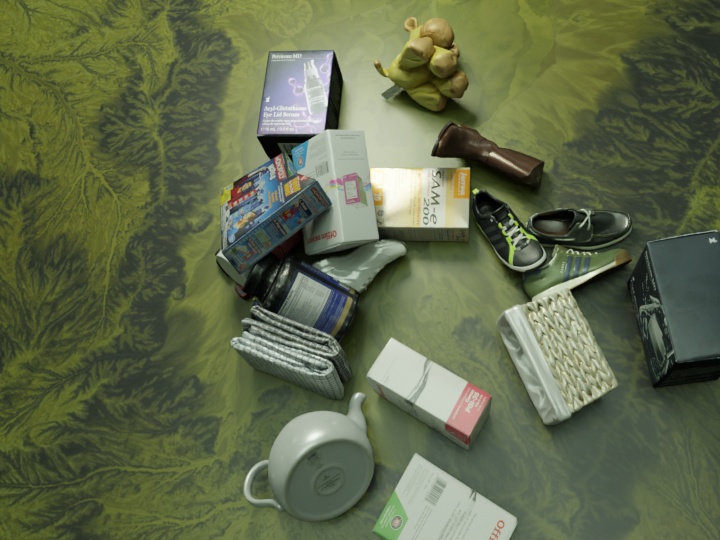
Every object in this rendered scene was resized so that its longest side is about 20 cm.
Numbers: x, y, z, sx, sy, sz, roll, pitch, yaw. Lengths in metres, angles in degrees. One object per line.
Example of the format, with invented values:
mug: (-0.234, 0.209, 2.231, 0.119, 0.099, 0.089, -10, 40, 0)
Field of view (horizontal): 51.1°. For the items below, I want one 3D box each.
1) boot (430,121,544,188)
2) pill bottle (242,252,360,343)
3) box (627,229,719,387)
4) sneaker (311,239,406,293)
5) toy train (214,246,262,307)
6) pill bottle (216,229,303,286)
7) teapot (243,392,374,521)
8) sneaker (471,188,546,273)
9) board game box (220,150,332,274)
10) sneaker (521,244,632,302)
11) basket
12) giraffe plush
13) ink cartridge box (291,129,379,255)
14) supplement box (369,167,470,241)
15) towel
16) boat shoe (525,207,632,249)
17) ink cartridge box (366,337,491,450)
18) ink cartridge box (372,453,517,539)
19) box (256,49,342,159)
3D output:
boot: (0.247, -0.210, 1.421, 0.198, 0.186, 0.065, 32, 122, 17)
pill bottle: (-0.107, 0.044, 1.357, 0.198, 0.112, 0.113, 28, 76, -8)
box: (0.537, 0.070, 1.248, 0.121, 0.197, 0.204, -9, 69, 6)
sneaker: (0.000, 0.000, 1.440, 0.197, 0.074, 0.089, -22, 80, 8)
toy train: (-0.225, 0.031, 1.476, 0.046, 0.034, 0.201, -40, 69, -2)
pill bottle: (-0.180, -0.069, 1.446, 0.111, 0.113, 0.201, 34, 69, 18)
teapot: (-0.082, 0.319, 1.292, 0.146, 0.197, 0.201, 43, 121, 56)
sneaker: (0.261, -0.076, 1.383, 0.071, 0.083, 0.200, -37, 52, -3)
board game box: (-0.153, -0.118, 1.341, 0.197, 0.062, 0.202, -28, 38, 11)
sneaker: (0.385, -0.013, 1.370, 0.197, 0.067, 0.091, -26, 74, 3)
basket: (0.332, 0.144, 1.281, 0.122, 0.136, 0.203, -24, 76, -3)
giraffe plush: (0.139, -0.439, 1.537, 0.198, 0.173, 0.164, 0, 54, 46)
ink cartridge box: (-0.048, -0.138, 1.374, 0.083, 0.144, 0.204, -5, 86, -32)
supplement box: (0.114, -0.128, 1.454, 0.196, 0.074, 0.129, 1, 71, 9)
towel: (-0.118, 0.149, 1.347, 0.197, 0.166, 0.087, 19, 72, 13)
boat shoe: (0.405, -0.082, 1.395, 0.196, 0.068, 0.073, -2, 68, 7)
ink cartridge box: (0.120, 0.213, 1.293, 0.198, 0.147, 0.083, 30, 76, 17)
ink cartridge box: (0.141, 0.423, 1.249, 0.198, 0.084, 0.147, 30, 78, 17)
box: (-0.122, -0.341, 1.552, 0.145, 0.105, 0.204, 1, 71, 10)
